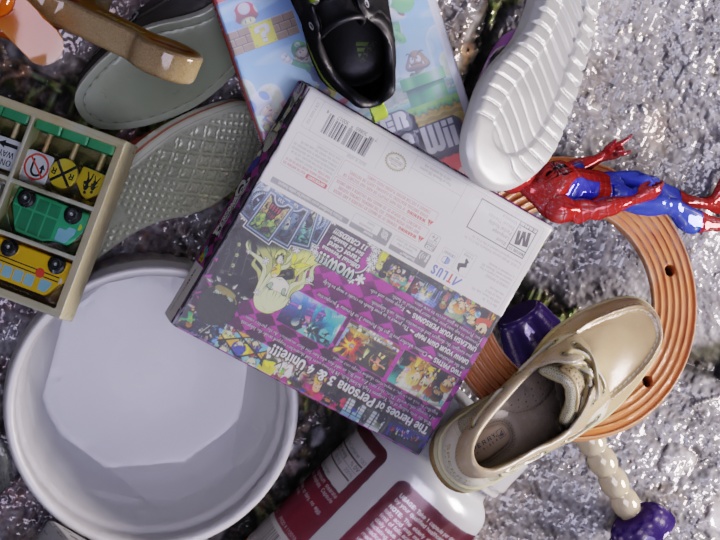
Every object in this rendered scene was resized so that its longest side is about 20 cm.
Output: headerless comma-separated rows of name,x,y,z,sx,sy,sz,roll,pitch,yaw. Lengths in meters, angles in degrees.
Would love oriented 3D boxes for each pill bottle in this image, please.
pill bottle,0.015,0.173,1.788,0.200,0.114,0.114,-45,106,5

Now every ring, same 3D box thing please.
ring,0.144,0.020,1.778,0.200,0.019,0.201,4,79,-20

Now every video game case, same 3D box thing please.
video game case,0.000,0.000,1.682,0.200,0.036,0.182,28,94,-19
video game case,-0.003,-0.115,1.690,0.143,0.017,0.201,-20,103,-8

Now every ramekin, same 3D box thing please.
ramekin,-0.146,0.082,1.747,0.199,0.105,0.201,-2,104,-7

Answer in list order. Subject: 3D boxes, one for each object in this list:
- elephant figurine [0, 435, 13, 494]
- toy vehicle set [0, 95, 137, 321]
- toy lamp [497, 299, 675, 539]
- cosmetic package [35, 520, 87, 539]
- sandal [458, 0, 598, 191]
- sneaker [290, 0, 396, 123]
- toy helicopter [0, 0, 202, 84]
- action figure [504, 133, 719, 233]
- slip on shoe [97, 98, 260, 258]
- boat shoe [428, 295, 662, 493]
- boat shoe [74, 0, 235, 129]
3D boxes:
elephant figurine,-0.304,0.122,1.714,0.141,0.155,0.201,-14,97,6
toy vehicle set,-0.260,-0.058,1.679,0.200,0.027,0.125,19,89,15
toy lamp,0.160,0.111,1.822,0.058,0.058,0.200,-32,106,1
cosmetic package,-0.151,0.267,1.721,0.200,0.085,0.108,32,91,-28
sandal,0.108,-0.128,1.716,0.083,0.050,0.203,54,48,-30
sneaker,-0.014,-0.186,1.598,0.072,0.083,0.200,-24,121,-1
toy helicopter,-0.191,-0.168,1.630,0.200,0.132,0.079,27,102,23
action figure,0.181,-0.057,1.752,0.199,0.065,0.052,2,123,-27
slip on shoe,-0.155,-0.063,1.732,0.200,0.061,0.074,-30,129,-12
boat shoe,0.137,0.082,1.719,0.200,0.065,0.072,-33,93,-23
boat shoe,-0.107,-0.166,1.713,0.201,0.061,0.072,-31,129,1
